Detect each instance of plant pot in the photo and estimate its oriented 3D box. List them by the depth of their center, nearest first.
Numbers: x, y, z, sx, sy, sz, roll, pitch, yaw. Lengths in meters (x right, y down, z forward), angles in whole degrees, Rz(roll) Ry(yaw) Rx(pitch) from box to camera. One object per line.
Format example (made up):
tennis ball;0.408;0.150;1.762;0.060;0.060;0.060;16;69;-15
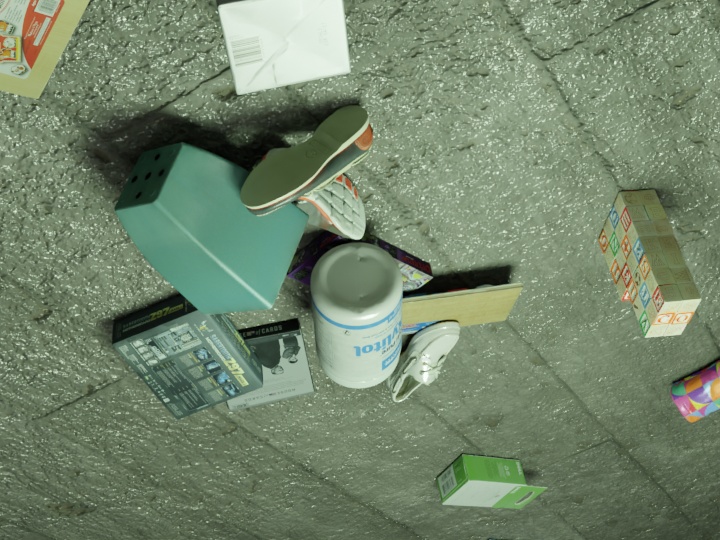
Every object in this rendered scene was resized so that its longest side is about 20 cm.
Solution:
plant pot;-0.197;-0.059;1.514;0.140;0.143;0.200;-6;144;44

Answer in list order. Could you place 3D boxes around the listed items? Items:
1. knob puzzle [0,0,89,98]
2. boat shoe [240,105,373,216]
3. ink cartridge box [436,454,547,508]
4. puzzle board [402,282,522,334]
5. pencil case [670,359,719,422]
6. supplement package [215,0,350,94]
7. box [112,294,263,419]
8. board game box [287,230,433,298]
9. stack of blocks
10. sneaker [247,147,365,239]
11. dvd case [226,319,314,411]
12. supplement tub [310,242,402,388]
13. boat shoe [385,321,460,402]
knob puzzle;-0.406;-0.273;1.276;0.217;0.031;0.221;-9;145;-6
boat shoe;-0.062;-0.126;1.502;0.200;0.071;0.063;-40;148;-20
ink cartridge box;0.263;0.425;2.423;0.198;0.060;0.104;10;139;-29
puzzle board;0.144;0.059;1.894;0.197;0.018;0.151;-7;159;-7
pencil case;0.672;0.203;2.229;0.199;0.089;0.088;-33;140;26
supplement package;-0.088;-0.296;1.197;0.118;0.202;0.122;-11;145;-3
box;-0.257;0.128;1.828;0.156;0.051;0.201;-21;133;13
board game box;0.000;0.000;1.785;0.120;0.033;0.199;-33;140;33
stack of blocks;0.417;-0.003;1.759;0.058;0.202;0.116;-4;143;-12
sneaker;-0.075;-0.098;1.603;0.081;0.078;0.199;-18;142;38
dvd case;-0.158;0.155;1.950;0.148;0.025;0.201;-11;145;-3
supplement tub;-0.004;0.066;1.738;0.130;0.133;0.201;-10;146;-4
boat shoe;0.106;0.153;1.979;0.070;0.070;0.200;5;145;-29
